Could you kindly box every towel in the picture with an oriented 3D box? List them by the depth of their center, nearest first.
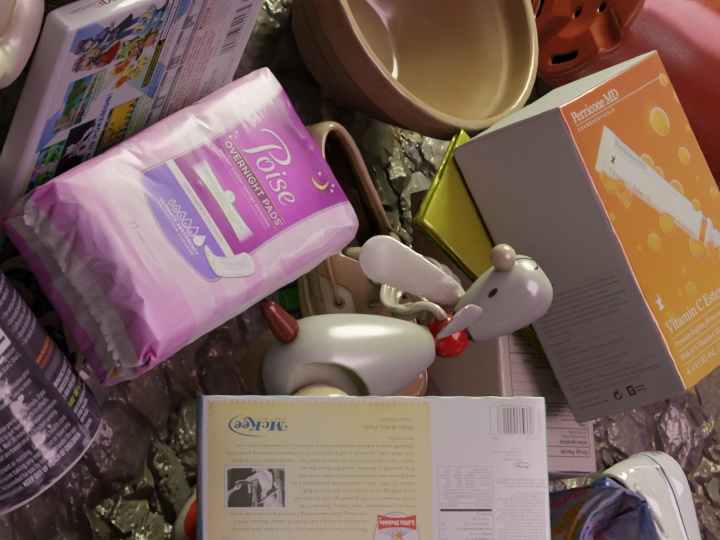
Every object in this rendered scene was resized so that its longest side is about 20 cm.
[{"bbox_3d":[0.112,0.003,1.676,0.200,0.018,0.086,45,48,-25],"label":"towel"}]

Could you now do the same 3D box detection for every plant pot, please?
[{"bbox_3d":[0.021,-0.171,1.716,0.201,0.093,0.201,23,54,-37],"label":"plant pot"},{"bbox_3d":[0.240,-0.162,1.889,0.195,0.201,0.201,31,60,-27],"label":"plant pot"}]

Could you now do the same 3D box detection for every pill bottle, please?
[{"bbox_3d":[-0.239,0.034,1.416,0.200,0.106,0.106,56,48,-20],"label":"pill bottle"}]

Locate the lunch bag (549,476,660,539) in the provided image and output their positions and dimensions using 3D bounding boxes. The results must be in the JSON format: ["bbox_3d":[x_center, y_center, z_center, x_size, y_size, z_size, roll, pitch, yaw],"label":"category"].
[{"bbox_3d":[0.115,0.243,1.678,0.127,0.169,0.200,27,62,-37],"label":"lunch bag"}]

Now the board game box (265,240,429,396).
[{"bbox_3d":[0.031,0.052,1.730,0.200,0.034,0.136,-17,93,-45],"label":"board game box"}]

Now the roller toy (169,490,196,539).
[{"bbox_3d":[-0.010,0.178,1.554,0.140,0.200,0.182,59,41,-17],"label":"roller toy"}]

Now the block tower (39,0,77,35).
[{"bbox_3d":[-0.162,-0.191,1.469,0.058,0.200,0.054,13,71,-18],"label":"block tower"}]

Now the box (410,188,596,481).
[{"bbox_3d":[0.096,0.042,1.715,0.095,0.078,0.201,8,76,-43],"label":"box"}]

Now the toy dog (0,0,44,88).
[{"bbox_3d":[-0.225,-0.167,1.388,0.139,0.200,0.194,25,50,-11],"label":"toy dog"}]

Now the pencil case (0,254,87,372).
[{"bbox_3d":[-0.131,0.001,1.542,0.200,0.089,0.078,-26,113,-44],"label":"pencil case"}]

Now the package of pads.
[{"bbox_3d":[-0.101,-0.026,1.476,0.200,0.076,0.121,-32,92,-44],"label":"package of pads"}]

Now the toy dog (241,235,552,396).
[{"bbox_3d":[0.011,0.027,1.520,0.200,0.132,0.096,-40,131,-29],"label":"toy dog"}]

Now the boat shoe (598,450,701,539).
[{"bbox_3d":[0.220,0.235,1.864,0.065,0.074,0.200,-14,81,-41],"label":"boat shoe"}]

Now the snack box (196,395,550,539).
[{"bbox_3d":[0.007,0.131,1.440,0.199,0.037,0.116,1,75,-7],"label":"snack box"}]

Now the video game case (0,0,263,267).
[{"bbox_3d":[-0.140,-0.097,1.501,0.022,0.200,0.182,42,42,19],"label":"video game case"}]

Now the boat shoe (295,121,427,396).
[{"bbox_3d":[0.000,0.000,1.641,0.072,0.065,0.200,-28,99,-44],"label":"boat shoe"}]

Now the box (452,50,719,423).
[{"bbox_3d":[0.167,-0.022,1.655,0.124,0.097,0.200,-31,98,-46],"label":"box"}]
